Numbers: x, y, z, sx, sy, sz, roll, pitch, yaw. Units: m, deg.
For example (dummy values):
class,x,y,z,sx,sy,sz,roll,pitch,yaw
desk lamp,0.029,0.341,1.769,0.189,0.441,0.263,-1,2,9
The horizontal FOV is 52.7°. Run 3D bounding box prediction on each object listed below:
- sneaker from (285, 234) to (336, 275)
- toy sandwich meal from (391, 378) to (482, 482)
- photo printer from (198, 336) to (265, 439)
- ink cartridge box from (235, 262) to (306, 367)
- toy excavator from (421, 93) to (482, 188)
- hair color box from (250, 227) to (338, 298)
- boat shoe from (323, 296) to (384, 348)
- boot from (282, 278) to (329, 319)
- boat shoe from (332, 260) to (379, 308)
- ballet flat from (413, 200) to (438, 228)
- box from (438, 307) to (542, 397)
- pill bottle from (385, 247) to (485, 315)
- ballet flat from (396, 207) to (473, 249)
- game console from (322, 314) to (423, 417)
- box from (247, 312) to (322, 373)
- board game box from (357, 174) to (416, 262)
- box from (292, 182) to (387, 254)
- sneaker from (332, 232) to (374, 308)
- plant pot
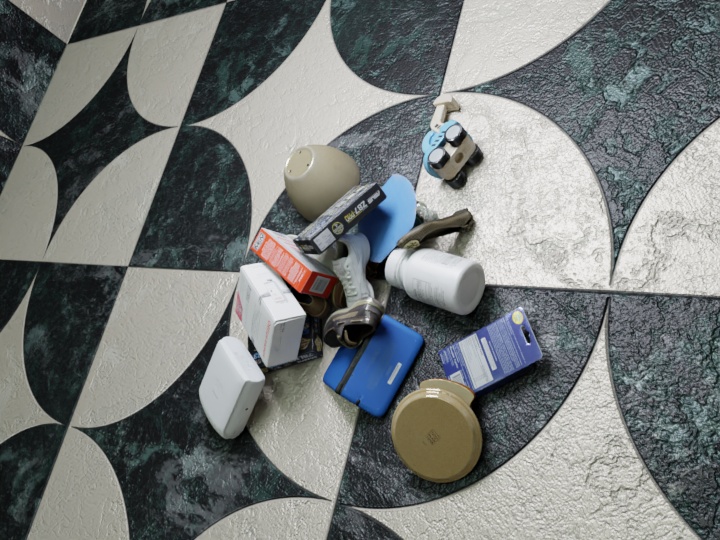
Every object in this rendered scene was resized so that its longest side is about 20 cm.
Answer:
class,x,y,z,sx,sy,sz,roll,pitch,yaw
sneaker,-0.100,-0.036,1.771,0.199,0.084,0.076,27,96,36
toy sandwich meal,0.152,0.309,1.417,0.203,0.070,0.207,3,97,24
photo printer,-0.314,0.286,1.735,0.167,0.069,0.201,48,122,39
ink cartridge box,-0.211,0.100,1.678,0.200,0.082,0.147,52,140,39
toy excavator,0.197,-0.316,1.704,0.195,0.100,0.200,-53,40,0
hair color box,-0.155,-0.018,1.691,0.200,0.101,0.062,40,104,35
boat shoe,-0.026,0.125,1.563,0.200,0.074,0.074,-42,23,47
boot,-0.158,0.041,1.720,0.199,0.075,0.074,31,85,40
boat shoe,0.000,0.000,1.688,0.067,0.072,0.201,24,83,39
ballet flat,0.107,-0.148,1.704,0.200,0.072,0.072,36,90,39
box,0.259,0.171,1.442,0.199,0.032,0.122,-32,53,22
pill bottle,0.154,0.015,1.543,0.199,0.114,0.115,18,78,40
ballet flat,0.166,-0.083,1.570,0.047,0.199,0.067,63,152,9
game console,0.025,0.198,1.606,0.170,0.118,0.201,29,85,10
box,-0.185,0.136,1.768,0.199,0.050,0.200,-20,58,26
board game box,0.071,-0.111,1.630,0.200,0.039,0.159,-49,44,32
box,-0.050,-0.115,1.618,0.200,0.049,0.161,-42,16,-13
sneaker,-0.026,0.017,1.611,0.074,0.099,0.202,-11,82,43
plant pot,-0.119,-0.242,1.857,0.199,0.134,0.202,-16,60,28
